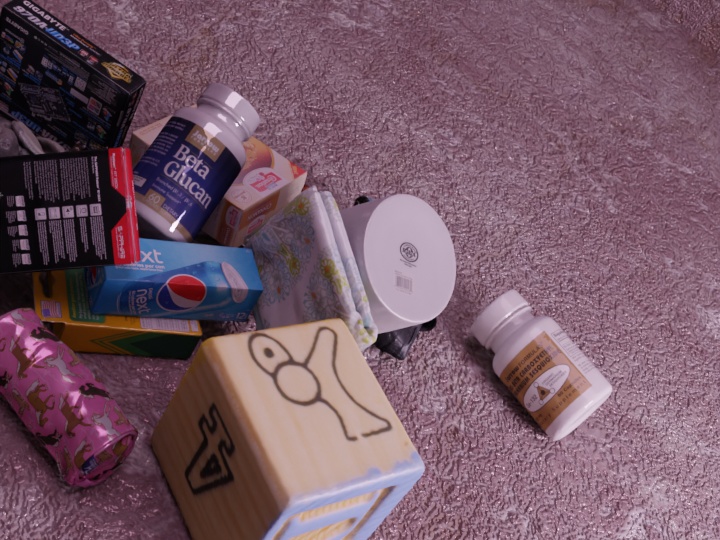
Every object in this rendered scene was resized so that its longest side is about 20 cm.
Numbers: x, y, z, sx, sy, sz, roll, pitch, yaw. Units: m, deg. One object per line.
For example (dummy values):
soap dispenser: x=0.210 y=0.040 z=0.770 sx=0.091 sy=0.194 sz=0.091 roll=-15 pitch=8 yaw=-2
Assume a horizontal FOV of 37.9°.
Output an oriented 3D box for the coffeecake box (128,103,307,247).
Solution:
coffeecake box: x=-0.199 y=-0.134 z=1.451 sx=0.199 sy=0.074 sz=0.153 roll=34 pitch=37 yaw=15

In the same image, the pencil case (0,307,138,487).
pencil case: x=-0.325 y=0.132 z=1.106 sx=0.200 sy=0.083 sz=0.086 roll=46 pitch=34 yaw=13

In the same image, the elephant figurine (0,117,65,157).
elephant figurine: x=-0.423 y=-0.132 z=1.255 sx=0.139 sy=0.158 sz=0.201 roll=-4 pitch=23 yaw=-1

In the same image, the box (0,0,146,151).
box: x=-0.392 y=-0.236 z=1.372 sx=0.198 sy=0.160 sz=0.046 roll=34 pitch=39 yaw=0

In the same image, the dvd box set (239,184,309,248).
dvd box set: x=-0.079 y=-0.034 z=1.494 sx=0.146 sy=0.030 sz=0.200 roll=39 pitch=38 yaw=5

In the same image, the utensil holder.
utensil holder: x=0.000 y=0.000 z=1.334 sx=0.168 sy=0.198 sz=0.173 roll=11 pitch=73 yaw=-39

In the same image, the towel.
towel: x=-0.070 y=0.023 z=1.256 sx=0.048 sy=0.170 sz=0.203 roll=-5 pitch=70 yaw=-42

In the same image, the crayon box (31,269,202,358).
crayon box: x=-0.297 y=0.034 z=1.251 sx=0.197 sy=0.052 sz=0.127 roll=8 pitch=46 yaw=-31

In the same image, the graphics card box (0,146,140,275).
graphics card box: x=-0.341 y=-0.062 z=1.134 sx=0.196 sy=0.128 sz=0.051 roll=-6 pitch=5 yaw=-1

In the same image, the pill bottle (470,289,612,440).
pill bottle: x=0.253 y=0.130 z=1.496 sx=0.113 sy=0.115 sz=0.201 roll=-20 pitch=63 yaw=-45

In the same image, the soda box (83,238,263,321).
soda box: x=-0.219 y=0.011 z=1.239 sx=0.197 sy=0.064 sz=0.069 roll=5 pitch=47 yaw=-32

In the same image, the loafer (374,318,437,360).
loafer: x=0.080 y=0.055 z=1.491 sx=0.070 sy=0.068 sz=0.201 roll=43 pitch=44 yaw=-1

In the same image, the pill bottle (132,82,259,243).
pill bottle: x=-0.212 y=-0.131 z=1.312 sx=0.110 sy=0.111 sz=0.202 roll=32 pitch=74 yaw=-1

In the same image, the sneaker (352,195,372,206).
sneaker: x=0.053 y=-0.033 z=1.488 sx=0.094 sy=0.080 sz=0.201 roll=12 pitch=36 yaw=-30

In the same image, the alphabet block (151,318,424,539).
alphabet block: x=-0.083 y=0.196 z=1.125 sx=0.193 sy=0.197 sz=0.202 roll=-4 pitch=52 yaw=-40

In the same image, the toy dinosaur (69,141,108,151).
toy dinosaur: x=-0.368 y=-0.116 z=1.335 sx=0.198 sy=0.077 sz=0.103 roll=27 pitch=32 yaw=-14
